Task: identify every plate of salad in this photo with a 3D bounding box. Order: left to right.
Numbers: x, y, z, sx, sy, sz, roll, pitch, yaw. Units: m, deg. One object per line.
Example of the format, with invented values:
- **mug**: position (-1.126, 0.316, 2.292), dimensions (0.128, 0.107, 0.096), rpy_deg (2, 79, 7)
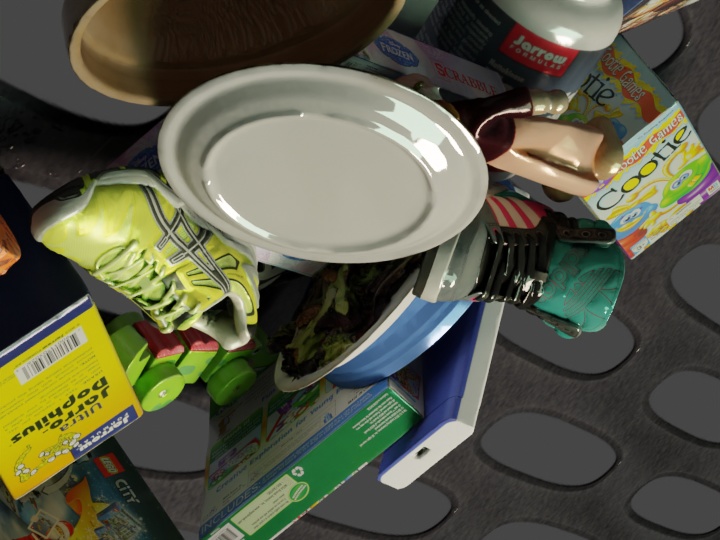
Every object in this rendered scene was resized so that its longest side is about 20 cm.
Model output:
- **plate of salad**: position (-0.022, -0.069, 1.542), dimensions (0.199, 0.048, 0.200), rpy_deg (5, 148, 3)
- **plate of salad**: position (0.000, 0.000, 1.793), dimensions (0.200, 0.048, 0.200), rpy_deg (-44, -164, 17)

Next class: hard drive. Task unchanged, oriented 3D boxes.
- **hard drive**: position (0.068, 0.049, 1.895), dimensions (0.025, 0.201, 0.132), rpy_deg (23, 149, -14)

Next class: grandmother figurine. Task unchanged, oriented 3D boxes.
- **grandmother figurine**: position (0.082, -0.085, 1.635), dimensions (0.199, 0.061, 0.121), rpy_deg (7, 145, -43)

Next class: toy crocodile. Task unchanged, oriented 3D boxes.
- **toy crocodile**: position (-0.128, 0.058, 1.888), dimensions (0.199, 0.068, 0.062), rpy_deg (-2, 139, -52)

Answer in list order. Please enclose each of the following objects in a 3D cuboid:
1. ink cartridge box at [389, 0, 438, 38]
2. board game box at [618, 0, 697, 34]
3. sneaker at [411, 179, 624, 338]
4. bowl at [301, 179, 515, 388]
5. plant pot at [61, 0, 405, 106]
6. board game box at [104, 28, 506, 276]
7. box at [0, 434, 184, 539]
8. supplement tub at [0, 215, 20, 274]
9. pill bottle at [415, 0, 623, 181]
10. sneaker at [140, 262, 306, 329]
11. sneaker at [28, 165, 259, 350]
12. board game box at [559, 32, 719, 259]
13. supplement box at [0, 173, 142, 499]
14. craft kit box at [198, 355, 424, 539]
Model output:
- **ink cartridge box**: position (-0.007, -0.206, 1.615), dimensions (0.199, 0.044, 0.174), rpy_deg (-12, 147, -44)
- **board game box**: position (0.246, -0.229, 1.850), dimensions (0.135, 0.035, 0.200), rpy_deg (-24, 174, -27)
- **sneaker**: position (0.110, 0.000, 1.684), dimensions (0.200, 0.120, 0.084), rpy_deg (-34, 146, -70)
- **bowl**: position (0.030, -0.005, 1.883), dimensions (0.201, 0.201, 0.039), rpy_deg (-43, 112, 13)
- **plant pot**: position (-0.078, -0.180, 1.465), dimensions (0.200, 0.093, 0.201), rpy_deg (-12, 159, -5)
- **board game box**: position (-0.033, -0.082, 1.668), dimensions (0.199, 0.041, 0.199), rpy_deg (-37, 148, 27)
- **box**: position (-0.220, 0.161, 1.779), dimensions (0.136, 0.200, 0.038), rpy_deg (-18, 149, -37)
- **supplement tub**: position (-0.305, 0.018, 1.503), dimensions (0.200, 0.123, 0.123), rpy_deg (-39, 156, 3)
- **pill bottle**: position (0.109, -0.169, 1.748), dimensions (0.119, 0.120, 0.200), rpy_deg (-10, 144, -46)
- **sneaker**: position (-0.067, -0.015, 1.844), dimensions (0.200, 0.067, 0.091), rpy_deg (-38, 154, -4)
- **sneaker**: position (-0.126, -0.007, 1.612), dimensions (0.075, 0.077, 0.200), rpy_deg (-34, 148, 27)
- **board game box**: position (0.200, -0.103, 2.011), dimensions (0.103, 0.105, 0.200), rpy_deg (-39, 156, 4)
- **supplement box**: position (-0.229, 0.047, 1.676), dimensions (0.109, 0.109, 0.200), rpy_deg (-33, 156, -10)
- **craft kit box**: position (-0.037, 0.101, 1.942), dimensions (0.200, 0.198, 0.048), rpy_deg (-39, 117, 22)
